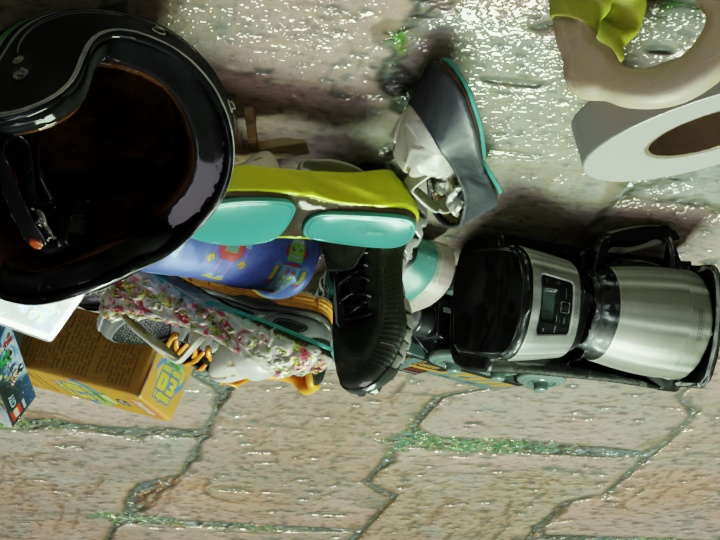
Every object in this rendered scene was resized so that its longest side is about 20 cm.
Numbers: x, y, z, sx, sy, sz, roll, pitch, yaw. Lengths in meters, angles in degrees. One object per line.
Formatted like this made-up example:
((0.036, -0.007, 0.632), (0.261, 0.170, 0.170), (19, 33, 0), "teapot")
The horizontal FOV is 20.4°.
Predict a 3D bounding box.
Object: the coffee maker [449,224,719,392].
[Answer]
((0.180, 0.045, 1.719), (0.200, 0.135, 0.192), (8, 153, -21), "coffee maker")

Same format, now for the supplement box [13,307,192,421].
((-0.245, 0.071, 1.718), (0.200, 0.069, 0.067), (9, 161, 27), "supplement box")

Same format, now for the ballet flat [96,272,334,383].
((-0.116, 0.049, 1.545), (0.200, 0.064, 0.076), (24, 176, 18), "ballet flat")

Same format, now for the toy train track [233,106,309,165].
((-0.093, -0.083, 1.540), (0.114, 0.033, 0.200), (-9, 161, 4), "toy train track")

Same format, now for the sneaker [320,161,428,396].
((0.000, 0.000, 1.548), (0.066, 0.200, 0.091), (-11, 140, 29), "sneaker")

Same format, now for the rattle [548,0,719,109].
((0.233, -0.160, 1.318), (0.200, 0.130, 0.143), (-14, 149, 12), "rattle")

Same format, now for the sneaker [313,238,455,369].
((-0.011, 0.021, 1.727), (0.080, 0.071, 0.200), (20, 140, -34), "sneaker")

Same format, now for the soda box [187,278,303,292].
((-0.119, 0.002, 1.673), (0.068, 0.064, 0.200), (-14, 153, 21), "soda box")

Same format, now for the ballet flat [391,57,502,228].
((0.061, -0.086, 1.496), (0.073, 0.073, 0.200), (-7, 156, 9), "ballet flat")

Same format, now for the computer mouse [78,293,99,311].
((-0.212, 0.009, 1.698), (0.109, 0.044, 0.200), (-2, 160, 29), "computer mouse")

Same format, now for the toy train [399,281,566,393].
((0.103, 0.065, 1.822), (0.200, 0.085, 0.114), (14, 161, -36), "toy train")

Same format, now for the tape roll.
((0.252, -0.115, 1.445), (0.202, 0.037, 0.203), (-14, 168, -3), "tape roll")

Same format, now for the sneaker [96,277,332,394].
((-0.114, 0.054, 1.623), (0.200, 0.077, 0.078), (5, 154, -14), "sneaker")

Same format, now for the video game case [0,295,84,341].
((-0.261, -0.048, 1.488), (0.200, 0.023, 0.182), (24, 110, -42), "video game case")

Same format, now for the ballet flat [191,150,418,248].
((-0.051, -0.055, 1.473), (0.200, 0.067, 0.067), (3, 145, -26), "ballet flat")

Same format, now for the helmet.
((-0.188, -0.084, 1.344), (0.200, 0.191, 0.200), (21, 131, 27), "helmet")

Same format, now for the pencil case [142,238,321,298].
((-0.122, -0.029, 1.515), (0.087, 0.078, 0.200), (12, 180, 43), "pencil case")

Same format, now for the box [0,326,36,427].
((-0.349, 0.038, 1.640), (0.136, 0.038, 0.200), (23, 150, 19), "box")
